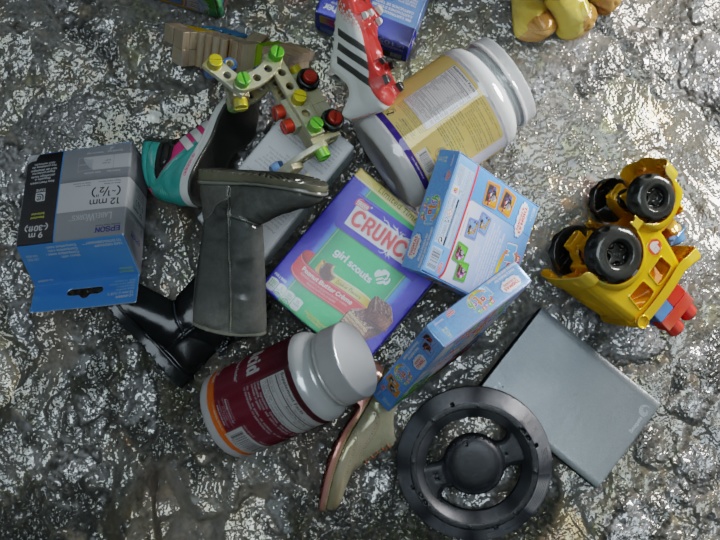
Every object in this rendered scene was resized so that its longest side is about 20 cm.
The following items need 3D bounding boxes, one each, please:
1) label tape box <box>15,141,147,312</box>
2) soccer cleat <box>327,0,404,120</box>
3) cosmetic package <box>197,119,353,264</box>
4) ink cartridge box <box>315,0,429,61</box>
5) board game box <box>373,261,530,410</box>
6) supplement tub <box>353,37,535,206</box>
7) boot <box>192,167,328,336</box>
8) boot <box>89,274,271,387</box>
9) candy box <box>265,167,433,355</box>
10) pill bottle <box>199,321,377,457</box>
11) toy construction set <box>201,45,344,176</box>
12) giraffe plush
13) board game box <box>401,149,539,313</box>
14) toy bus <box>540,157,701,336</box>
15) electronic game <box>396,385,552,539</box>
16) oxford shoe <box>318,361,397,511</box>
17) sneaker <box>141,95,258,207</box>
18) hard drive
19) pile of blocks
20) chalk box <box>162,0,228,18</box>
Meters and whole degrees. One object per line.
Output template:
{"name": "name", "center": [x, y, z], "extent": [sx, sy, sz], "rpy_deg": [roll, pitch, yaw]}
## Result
{"name": "label tape box", "center": [-0.348, -0.055, 1.306], "extent": [0.143, 0.066, 0.201], "rpy_deg": [-6, 61, 9]}
{"name": "soccer cleat", "center": [-0.009, -0.279, 1.297], "extent": [0.085, 0.069, 0.201], "rpy_deg": [-27, 66, 26]}
{"name": "cosmetic package", "center": [-0.107, -0.108, 1.358], "extent": [0.101, 0.071, 0.200], "rpy_deg": [39, 84, 3]}
{"name": "ink cartridge box", "center": [0.024, -0.369, 1.385], "extent": [0.136, 0.076, 0.201], "rpy_deg": [20, 86, 0]}
{"name": "board game box", "center": [0.106, 0.082, 1.256], "extent": [0.151, 0.200, 0.037], "rpy_deg": [-34, 76, -30]}
{"name": "supplement tub", "center": [0.108, -0.191, 1.335], "extent": [0.200, 0.145, 0.146], "rpy_deg": [-35, 87, -5]}
{"name": "boot", "center": [-0.123, -0.018, 1.247], "extent": [0.181, 0.073, 0.201], "rpy_deg": [6, 99, 26]}
{"name": "boot", "center": [-0.225, 0.034, 1.341], "extent": [0.162, 0.073, 0.198], "rpy_deg": [-42, 94, -2]}
{"name": "candy box", "center": [0.000, 0.000, 1.348], "extent": [0.169, 0.077, 0.200], "rpy_deg": [40, 84, 2]}
{"name": "pill bottle", "center": [-0.087, 0.144, 1.278], "extent": [0.199, 0.114, 0.115], "rpy_deg": [-26, 85, 23]}
{"name": "toy construction set", "center": [-0.101, -0.187, 1.285], "extent": [0.131, 0.092, 0.201], "rpy_deg": [-24, 92, -28]}
{"name": "giraffe plush", "center": [0.254, -0.411, 1.349], "extent": [0.172, 0.162, 0.200], "rpy_deg": [-37, 87, -4]}
{"name": "board game box", "center": [0.143, -0.045, 1.309], "extent": [0.037, 0.200, 0.152], "rpy_deg": [14, 83, 42]}
{"name": "toy bus", "center": [0.365, -0.017, 1.342], "extent": [0.192, 0.136, 0.200], "rpy_deg": [39, 82, -11]}
{"name": "electronic game", "center": [0.146, 0.247, 1.341], "extent": [0.199, 0.042, 0.201], "rpy_deg": [0, 93, 6]}
{"name": "oxford shoe", "center": [0.006, 0.220, 1.332], "extent": [0.074, 0.071, 0.201], "rpy_deg": [24, 85, -2]}
{"name": "sneaker", "center": [-0.218, -0.161, 1.359], "extent": [0.120, 0.084, 0.200], "rpy_deg": [3, 49, 30]}
{"name": "hard drive", "center": [0.270, 0.166, 1.363], "extent": [0.200, 0.033, 0.140], "rpy_deg": [39, 85, 2]}
{"name": "pile of blocks", "center": [-0.163, -0.280, 1.384], "extent": [0.199, 0.082, 0.062], "rpy_deg": [14, 116, 7]}
{"name": "chalk box", "center": [-0.219, -0.417, 1.357], "extent": [0.199, 0.124, 0.125], "rpy_deg": [16, 85, 0]}
